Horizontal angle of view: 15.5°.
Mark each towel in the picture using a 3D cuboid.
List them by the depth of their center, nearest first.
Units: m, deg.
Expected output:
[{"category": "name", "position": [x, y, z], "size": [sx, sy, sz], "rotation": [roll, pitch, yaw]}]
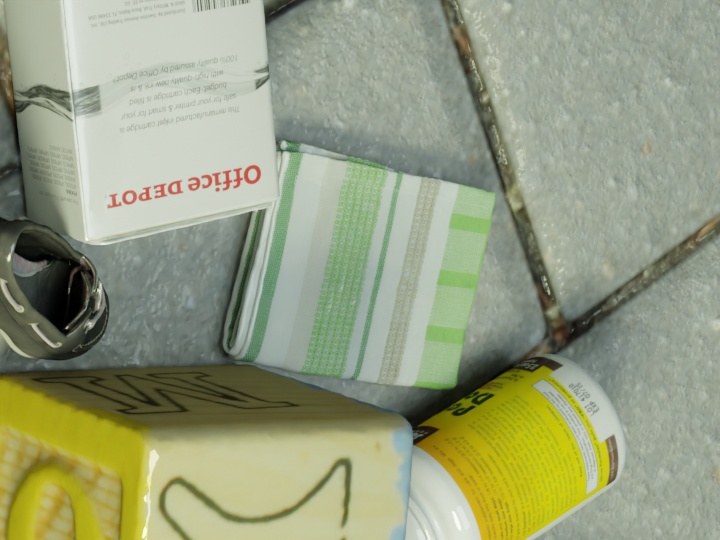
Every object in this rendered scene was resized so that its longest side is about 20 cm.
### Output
[{"category": "towel", "position": [0.000, 0.000, 1.796], "size": [0.199, 0.031, 0.150], "rotation": [11, 94, -41]}]

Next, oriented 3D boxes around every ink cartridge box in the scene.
[{"category": "ink cartridge box", "position": [-0.136, -0.130, 1.626], "size": [0.146, 0.083, 0.201], "rotation": [-13, 106, -35]}]

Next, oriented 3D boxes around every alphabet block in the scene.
[{"category": "alphabet block", "position": [-0.107, 0.168, 1.635], "size": [0.199, 0.196, 0.197], "rotation": [0, 97, -37]}]

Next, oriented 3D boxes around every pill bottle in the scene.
[{"category": "pill bottle", "position": [0.081, 0.145, 1.829], "size": [0.199, 0.109, 0.110], "rotation": [-29, 115, -31]}]

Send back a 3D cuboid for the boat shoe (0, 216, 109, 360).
[{"category": "boat shoe", "position": [-0.188, 0.012, 1.580], "size": [0.200, 0.057, 0.067], "rotation": [36, 59, -63]}]
